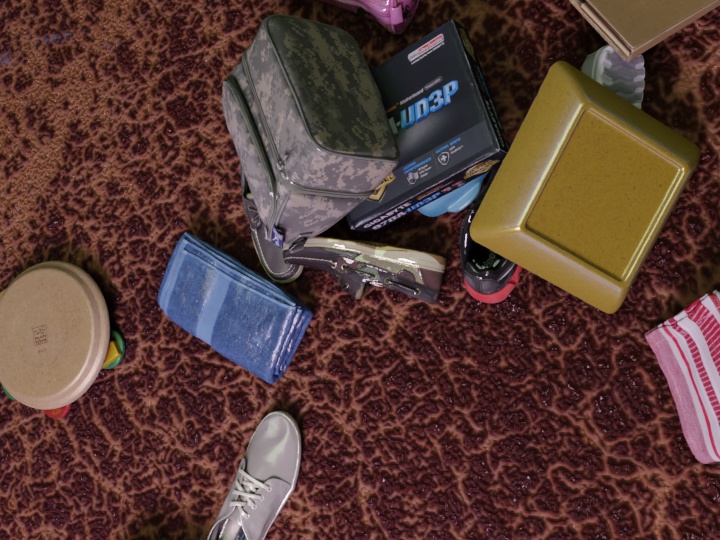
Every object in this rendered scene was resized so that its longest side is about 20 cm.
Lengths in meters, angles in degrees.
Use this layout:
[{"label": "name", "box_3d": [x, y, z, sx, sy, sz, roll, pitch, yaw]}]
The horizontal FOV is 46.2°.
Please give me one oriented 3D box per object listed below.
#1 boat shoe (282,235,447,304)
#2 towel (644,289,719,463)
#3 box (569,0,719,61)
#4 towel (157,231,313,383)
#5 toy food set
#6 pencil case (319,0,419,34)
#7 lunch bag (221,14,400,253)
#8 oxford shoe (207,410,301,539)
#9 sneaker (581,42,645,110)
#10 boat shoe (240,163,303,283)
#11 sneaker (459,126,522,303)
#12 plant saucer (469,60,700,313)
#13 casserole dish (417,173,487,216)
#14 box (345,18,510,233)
[{"label": "boat shoe", "box_3d": [0.000, 0.000, 0.979, 0.195, 0.073, 0.066, 6, 85, 13]}, {"label": "towel", "box_3d": [0.328, 0.106, 0.792, 0.022, 0.200, 0.147, -18, 75, -2]}, {"label": "box", "box_3d": [0.302, -0.326, 0.903, 0.198, 0.021, 0.165, -31, 72, -19]}, {"label": "towel", "box_3d": [-0.161, 0.046, 1.041, 0.198, 0.048, 0.113, 29, 102, 20]}, {"label": "toy food set", "box_3d": [-0.413, 0.090, 1.128, 0.198, 0.049, 0.201, -32, 74, 12]}, {"label": "pencil case", "box_3d": [-0.021, -0.356, 1.037, 0.197, 0.083, 0.088, 23, 89, 20]}, {"label": "lunch bag", "box_3d": [-0.068, -0.145, 0.922, 0.168, 0.137, 0.203, -44, 61, 43]}, {"label": "oxford shoe", "box_3d": [-0.126, 0.265, 1.000, 0.074, 0.058, 0.203, 23, 89, 23]}, {"label": "sneaker", "box_3d": [0.264, -0.142, 0.922, 0.073, 0.082, 0.205, 6, 100, -12]}, {"label": "boat shoe", "box_3d": [-0.116, -0.087, 1.039, 0.070, 0.066, 0.206, -12, 80, 14]}, {"label": "sneaker", "box_3d": [0.159, -0.067, 0.927, 0.070, 0.098, 0.204, 17, 87, 22]}, {"label": "plant saucer", "box_3d": [0.240, -0.078, 0.863, 0.197, 0.048, 0.203, 26, 95, -15]}, {"label": "casserole dish", "box_3d": [0.070, -0.159, 0.985, 0.121, 0.039, 0.202, -39, 68, 23]}, {"label": "box", "box_3d": [0.055, -0.156, 0.945, 0.198, 0.046, 0.162, -25, 73, 28]}]
